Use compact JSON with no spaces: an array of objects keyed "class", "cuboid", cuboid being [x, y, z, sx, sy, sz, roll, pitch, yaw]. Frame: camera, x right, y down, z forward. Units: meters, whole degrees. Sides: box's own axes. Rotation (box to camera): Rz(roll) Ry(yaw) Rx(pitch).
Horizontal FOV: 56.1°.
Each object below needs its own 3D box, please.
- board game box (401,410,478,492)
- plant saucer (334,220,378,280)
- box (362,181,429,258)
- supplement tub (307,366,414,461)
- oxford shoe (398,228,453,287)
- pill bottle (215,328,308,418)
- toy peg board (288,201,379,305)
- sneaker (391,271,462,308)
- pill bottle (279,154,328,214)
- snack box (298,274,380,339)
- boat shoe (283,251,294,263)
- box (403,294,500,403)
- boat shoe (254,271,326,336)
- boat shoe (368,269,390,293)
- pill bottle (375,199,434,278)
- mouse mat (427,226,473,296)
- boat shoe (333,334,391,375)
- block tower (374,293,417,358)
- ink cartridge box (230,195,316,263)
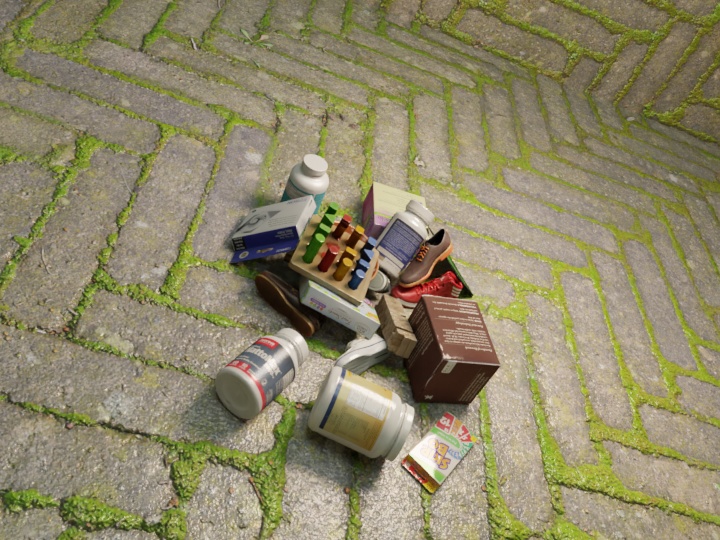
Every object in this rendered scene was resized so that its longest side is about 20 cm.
[{"class":"board game box","cuboid":[0.181,0.406,1.524,0.095,0.030,0.199,41,44,15]},{"class":"plant saucer","cuboid":[-0.047,-0.039,1.724,0.198,0.032,0.203,18,47,-20]},{"class":"box","cuboid":[0.102,-0.144,1.998,0.173,0.097,0.202,15,41,-15]},{"class":"supplement tub","cuboid":[0.001,0.307,1.434,0.198,0.145,0.145,25,40,-3]},{"class":"oxford shoe","cuboid":[0.169,-0.036,1.828,0.071,0.073,0.200,25,60,39]},{"class":"pill bottle","cuboid":[-0.203,0.210,1.441,0.119,0.120,0.200,37,41,11]},{"class":"toy peg board","cuboid":[-0.044,-0.054,1.636,0.197,0.098,0.201,29,41,-7]},{"class":"sneaker","cuboid":[0.187,0.040,1.837,0.197,0.116,0.079,3,45,-26]},{"class":"pill bottle","cuboid":[-0.152,-0.217,1.851,0.109,0.201,0.112,16,41,-14]},{"class":"snack box","cuboid":[-0.054,0.077,1.648,0.198,0.053,0.143,29,15,-16]},{"class":"boat shoe","cuboid":[-0.115,0.011,1.745,0.199,0.076,0.074,41,73,3]},{"class":"box","cuboid":[0.211,0.193,1.652,0.162,0.167,0.202,8,44,-23]},{"class":"boat shoe","cuboid":[-0.170,0.073,1.642,0.200,0.071,0.070,44,50,6]},{"class":"boat shoe","cuboid":[0.000,0.000,1.821,0.200,0.076,0.060,43,4,31]},{"class":"pill bottle","cuboid":[0.112,-0.088,1.841,0.110,0.201,0.111,36,-2,1]},{"class":"mouse mat","cuboid":[0.261,-0.027,1.951,0.202,0.007,0.161,62,11,30]},{"class":"boat shoe","cuboid":[-0.007,0.201,1.608,0.067,0.074,0.199,38,26,28]},{"class":"block tower","cuboid":[0.085,0.133,1.685,0.053,0.058,0.201,20,22,-22]},{"class":"ink cartridge box","cuboid":[-0.228,-0.108,1.728,0.197,0.041,0.201,-10,35,22]}]
